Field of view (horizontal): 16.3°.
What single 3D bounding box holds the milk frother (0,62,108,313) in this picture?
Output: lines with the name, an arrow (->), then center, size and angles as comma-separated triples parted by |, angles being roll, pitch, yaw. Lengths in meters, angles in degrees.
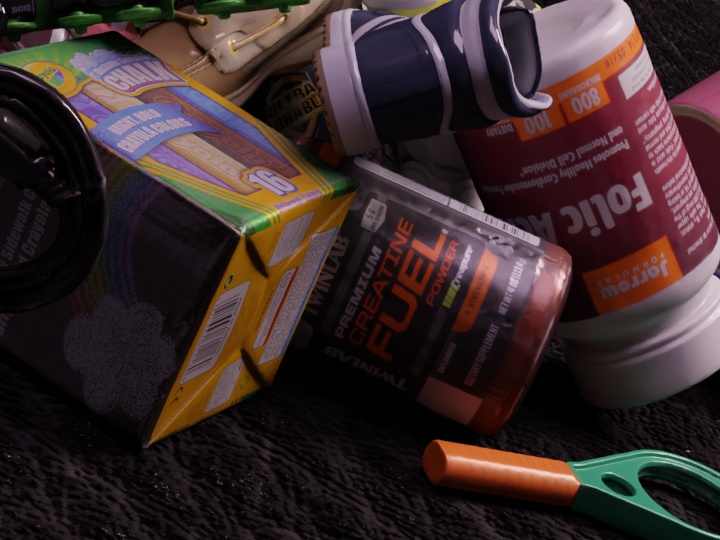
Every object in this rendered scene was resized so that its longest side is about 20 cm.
milk frother -> -0.177, 0.038, 0.896 | 0.180, 0.201, 0.188 | 16, 24, -30

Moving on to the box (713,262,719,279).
box -> 0.297, 0.049, 1.475 | 0.200, 0.070, 0.064 | 35, 22, -3

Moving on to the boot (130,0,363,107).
boot -> -0.076, -0.165, 1.293 | 0.073, 0.156, 0.200 | 24, 40, 37

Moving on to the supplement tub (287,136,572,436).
supplement tub -> 0.000, 0.000, 1.279 | 0.199, 0.107, 0.107 | 23, 22, -2

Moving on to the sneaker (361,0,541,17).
sneaker -> 0.057, -0.126, 1.414 | 0.075, 0.077, 0.200 | 4, -6, 25

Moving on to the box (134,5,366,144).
box -> -0.037, -0.146, 1.445 | 0.046, 0.160, 0.200 | -13, 16, 46

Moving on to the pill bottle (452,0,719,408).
pill bottle -> 0.126, -0.035, 1.352 | 0.114, 0.114, 0.201 | -71, 139, -68

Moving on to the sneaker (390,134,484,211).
sneaker -> 0.045, -0.046, 1.478 | 0.075, 0.082, 0.200 | 12, 2, 4

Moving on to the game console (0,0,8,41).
game console -> -0.272, -0.114, 1.171 | 0.116, 0.176, 0.200 | 18, 25, -37

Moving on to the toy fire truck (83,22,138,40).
toy fire truck -> -0.097, -0.130, 1.495 | 0.199, 0.112, 0.169 | 16, 50, -23

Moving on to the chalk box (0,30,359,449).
chalk box -> -0.127, -0.030, 1.192 | 0.200, 0.125, 0.124 | 34, 24, 18

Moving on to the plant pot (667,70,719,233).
plant pot -> 0.274, -0.061, 1.604 | 0.178, 0.201, 0.200 | -17, 44, -36

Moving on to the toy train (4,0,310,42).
toy train -> -0.118, -0.136, 1.221 | 0.199, 0.042, 0.056 | -6, -1, -1

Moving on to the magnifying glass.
magnifying glass -> 0.121, 0.112, 1.270 | 0.199, 0.022, 0.080 | 14, 25, -29

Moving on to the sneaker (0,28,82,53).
sneaker -> -0.243, -0.096, 1.295 | 0.199, 0.116, 0.076 | 0, -20, 18

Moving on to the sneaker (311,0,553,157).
sneaker -> 0.038, -0.104, 1.258 | 0.108, 0.070, 0.200 | -16, 10, 6
